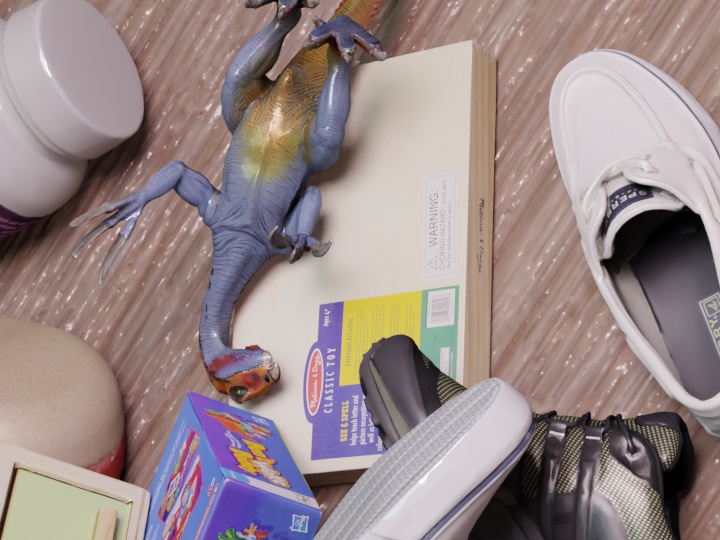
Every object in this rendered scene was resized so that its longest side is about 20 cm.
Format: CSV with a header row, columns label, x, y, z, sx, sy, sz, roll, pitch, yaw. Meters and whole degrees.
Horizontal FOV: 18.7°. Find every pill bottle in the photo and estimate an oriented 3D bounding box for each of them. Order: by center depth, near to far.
label,x,y,z,sx,sy,sz,roll,pitch,yaw
pill bottle,-0.214,-0.064,1.147,0.199,0.112,0.113,-26,61,26

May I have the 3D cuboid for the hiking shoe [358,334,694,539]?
label,x,y,z,sx,sy,sz,roll,pitch,yaw
hiking shoe,0.086,0.087,0.908,0.101,0.076,0.200,-43,71,-4

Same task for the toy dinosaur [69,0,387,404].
label,x,y,z,sx,sy,sz,roll,pitch,yaw
toy dinosaur,-0.031,-0.036,1.016,0.105,0.200,0.182,28,127,25

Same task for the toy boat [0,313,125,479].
label,x,y,z,sx,sy,sz,roll,pitch,yaw
toy boat,-0.208,0.095,1.100,0.199,0.130,0.132,12,112,38

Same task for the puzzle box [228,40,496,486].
label,x,y,z,sx,sy,sz,roll,pitch,yaw
puzzle box,0.000,0.000,1.027,0.132,0.025,0.201,-8,70,33

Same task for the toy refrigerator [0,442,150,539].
label,x,y,z,sx,sy,sz,roll,pitch,yaw
toy refrigerator,-0.145,0.175,0.930,0.201,0.076,0.070,-84,20,-46

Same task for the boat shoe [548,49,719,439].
label,x,y,z,sx,sy,sz,roll,pitch,yaw
boat shoe,0.126,-0.021,0.919,0.073,0.065,0.201,-39,56,19

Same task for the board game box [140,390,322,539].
label,x,y,z,sx,sy,sz,roll,pitch,yaw
board game box,-0.083,0.168,0.954,0.134,0.045,0.201,-130,61,-73

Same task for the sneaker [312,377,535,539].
label,x,y,z,sx,sy,sz,roll,pitch,yaw
sneaker,0.011,0.132,0.860,0.200,0.071,0.073,-51,10,12
